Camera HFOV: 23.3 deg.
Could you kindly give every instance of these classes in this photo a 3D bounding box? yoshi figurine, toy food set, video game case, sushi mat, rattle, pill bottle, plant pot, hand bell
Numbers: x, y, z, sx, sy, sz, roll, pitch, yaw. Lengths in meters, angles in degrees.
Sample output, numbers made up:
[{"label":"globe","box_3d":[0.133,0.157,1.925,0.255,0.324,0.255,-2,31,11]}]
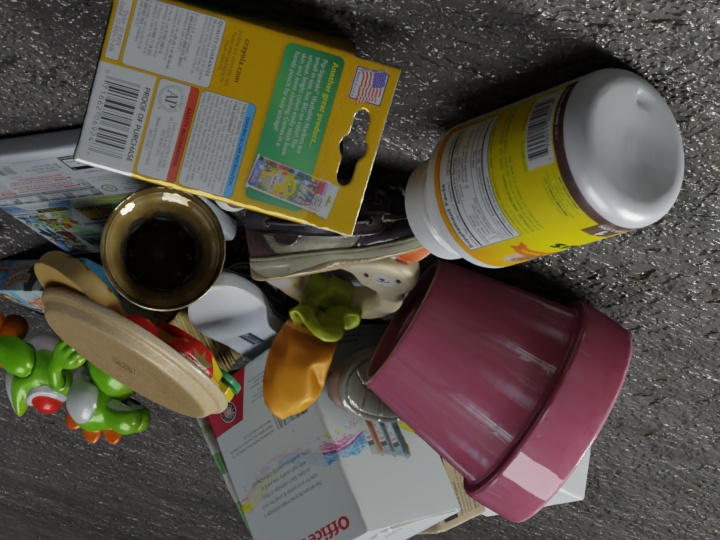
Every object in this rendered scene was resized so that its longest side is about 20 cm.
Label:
[{"label":"yoshi figurine","box_3d":[-0.287,0.089,1.752,0.199,0.112,0.113,26,138,18]},{"label":"toy food set","box_3d":[-0.199,0.065,1.552,0.199,0.049,0.198,26,162,17]},{"label":"video game case","box_3d":[-0.237,-0.067,1.527,0.199,0.022,0.182,-4,152,33]},{"label":"sushi mat","box_3d":[-0.146,0.060,1.691,0.012,0.096,0.200,34,164,19]},{"label":"rattle","box_3d":[-0.012,0.031,1.481,0.199,0.143,0.130,-12,127,49]},{"label":"pill bottle","box_3d":[0.122,-0.065,1.227,0.109,0.110,0.199,26,154,-31]},{"label":"plant pot","box_3d":[0.109,0.090,1.520,0.178,0.201,0.200,31,155,-6]},{"label":"hand bell","box_3d":[-0.180,-0.005,1.534,0.103,0.105,0.200,16,169,-8]}]

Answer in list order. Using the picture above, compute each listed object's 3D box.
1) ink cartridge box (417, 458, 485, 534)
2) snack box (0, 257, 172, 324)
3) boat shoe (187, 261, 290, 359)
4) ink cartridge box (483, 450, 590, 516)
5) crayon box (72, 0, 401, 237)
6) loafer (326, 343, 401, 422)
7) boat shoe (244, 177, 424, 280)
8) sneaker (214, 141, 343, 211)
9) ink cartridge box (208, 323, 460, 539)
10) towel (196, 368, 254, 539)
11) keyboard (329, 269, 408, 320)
[{"label":"ink cartridge box","box_3d":[0.018,0.185,1.789,0.075,0.166,0.199,-17,-178,-42]},{"label":"snack box","box_3d":[-0.269,0.027,1.701,0.116,0.037,0.199,27,165,-31]},{"label":"boat shoe","box_3d":[-0.108,0.025,1.612,0.071,0.068,0.200,-17,158,15]},{"label":"ink cartridge box","box_3d":[0.149,0.182,1.790,0.066,0.117,0.200,23,156,-27]},{"label":"crayon box","box_3d":[-0.084,-0.112,1.201,0.198,0.127,0.052,16,-164,-6]},{"label":"loafer","box_3d":[0.034,0.097,1.631,0.063,0.073,0.199,4,-170,44]},{"label":"boat shoe","box_3d":[-0.001,-0.042,1.390,0.198,0.065,0.072,-14,-168,18]},{"label":"sneaker","box_3d":[-0.074,-0.101,1.312,0.114,0.076,0.200,0,166,15]},{"label":"ink cartridge box","box_3d":[-0.029,0.175,1.663,0.144,0.201,0.145,-3,156,-48]},{"label":"towel","box_3d":[-0.082,0.188,1.732,0.023,0.201,0.152,-32,169,36]},{"label":"keyboard","box_3d":[0.000,0.000,1.575,0.056,0.011,0.200,-1,154,30]}]
